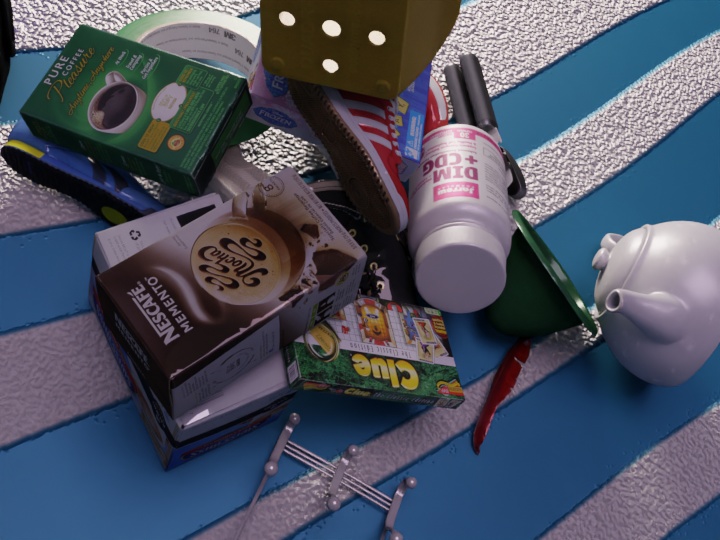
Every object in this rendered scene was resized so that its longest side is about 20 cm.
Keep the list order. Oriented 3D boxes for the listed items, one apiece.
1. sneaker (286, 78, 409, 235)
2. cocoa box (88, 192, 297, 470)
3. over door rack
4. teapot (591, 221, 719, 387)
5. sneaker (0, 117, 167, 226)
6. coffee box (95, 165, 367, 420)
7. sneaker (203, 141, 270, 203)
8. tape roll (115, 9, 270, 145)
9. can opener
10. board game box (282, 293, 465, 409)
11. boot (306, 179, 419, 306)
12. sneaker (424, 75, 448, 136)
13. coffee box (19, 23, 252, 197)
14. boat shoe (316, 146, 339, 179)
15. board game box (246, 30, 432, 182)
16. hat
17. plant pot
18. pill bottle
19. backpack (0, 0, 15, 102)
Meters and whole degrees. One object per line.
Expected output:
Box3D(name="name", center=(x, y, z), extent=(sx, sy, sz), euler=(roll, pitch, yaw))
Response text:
Box3D(name="sneaker", center=(0.020, -0.138, 0.939), extent=(0.111, 0.071, 0.202), euler=(-23, 77, -30))
Box3D(name="cocoa box", center=(-0.160, 0.058, 0.894), extent=(0.132, 0.132, 0.202), euler=(-20, 72, -28))
Box3D(name="over door rack", center=(-0.042, 0.248, 0.876), extent=(0.146, 0.067, 0.202), euler=(29, 58, -2))
Box3D(name="teapot", center=(0.326, 0.019, 1.058), extent=(0.144, 0.201, 0.199), euler=(29, 67, 5))
Box3D(name="sneaker", center=(-0.269, -0.104, 0.979), extent=(0.198, 0.066, 0.079), euler=(30, 59, -2))
Box3D(name="coffee box", center=(-0.107, 0.016, 0.795), extent=(0.198, 0.080, 0.113), euler=(-33, 69, -26))
Box3D(name="sneaker", center=(-0.152, -0.092, 1.017), extent=(0.074, 0.086, 0.201), euler=(-16, 45, -26))
Box3D(name="tape roll", center=(-0.179, -0.215, 1.042), extent=(0.196, 0.049, 0.203), euler=(6, 45, -6))
Box3D(name="can opener", center=(0.151, -0.176, 1.179), extent=(0.066, 0.052, 0.204), euler=(15, 55, -52))
Box3D(name="board game box", center=(0.010, 0.072, 0.895), extent=(0.197, 0.023, 0.106), euler=(12, 53, -36))
Box3D(name="boot", center=(0.002, 0.000, 0.977), extent=(0.202, 0.073, 0.157), euler=(18, 55, -53))
Box3D(name="sneaker", center=(0.017, -0.226, 1.122), extent=(0.114, 0.079, 0.202), euler=(-5, 51, -39))
Box3D(name="coffee box", center=(-0.218, -0.160, 0.927), extent=(0.197, 0.044, 0.125), euler=(19, 66, 13))
Box3D(name="boat shoe", center=(-0.003, -0.144, 1.096), extent=(0.069, 0.071, 0.202), euler=(26, 30, -49))
Box3D(name="board game box", center=(-0.018, -0.221, 1.029), extent=(0.196, 0.041, 0.203), euler=(19, 58, -18))
Box3D(name="hat", center=(0.153, 0.053, 1.062), extent=(0.167, 0.175, 0.200), euler=(52, 14, -8))
Box3D(name="plant pot", center=(-0.005, -0.278, 0.876), extent=(0.196, 0.202, 0.179), euler=(12, 53, 5))
Box3D(name="pill bottle", center=(0.106, -0.058, 1.026), extent=(0.111, 0.114, 0.202), euler=(16, 41, -10))
Box3D(name="backpack", center=(-0.426, -0.229, 0.911), extent=(0.164, 0.201, 0.166), euler=(5, 63, -16))
